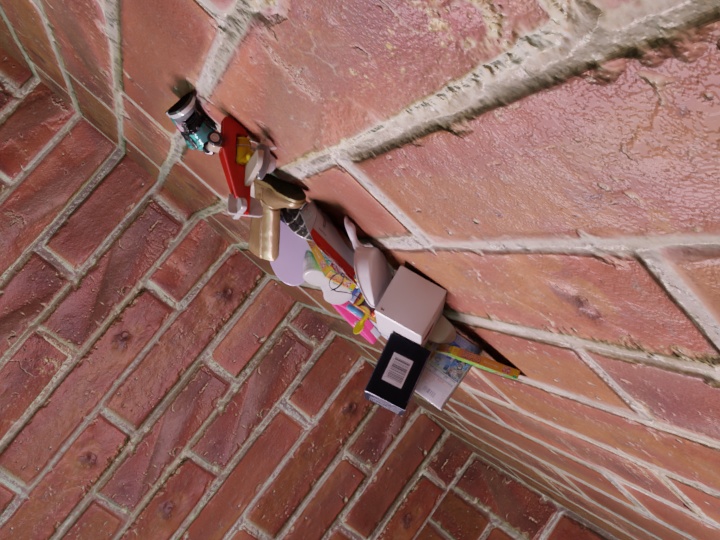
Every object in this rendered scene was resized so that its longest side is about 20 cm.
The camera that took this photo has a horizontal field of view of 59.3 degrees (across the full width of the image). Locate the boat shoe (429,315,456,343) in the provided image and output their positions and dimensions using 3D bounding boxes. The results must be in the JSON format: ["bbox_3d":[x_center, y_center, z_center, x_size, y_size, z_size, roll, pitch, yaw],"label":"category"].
[{"bbox_3d":[0.151,0.117,1.578,0.201,0.072,0.060,28,-172,15],"label":"boat shoe"}]

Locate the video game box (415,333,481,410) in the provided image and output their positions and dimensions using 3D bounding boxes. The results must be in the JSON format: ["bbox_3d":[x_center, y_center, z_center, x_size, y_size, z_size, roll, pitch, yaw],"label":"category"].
[{"bbox_3d":[0.177,0.223,1.615,0.199,0.183,0.047,34,172,22],"label":"video game box"}]

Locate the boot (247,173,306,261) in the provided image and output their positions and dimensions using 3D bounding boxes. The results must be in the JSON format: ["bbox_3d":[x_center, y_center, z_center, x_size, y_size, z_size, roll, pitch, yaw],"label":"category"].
[{"bbox_3d":[-0.199,-0.114,1.501,0.175,0.066,0.201,34,127,38],"label":"boot"}]

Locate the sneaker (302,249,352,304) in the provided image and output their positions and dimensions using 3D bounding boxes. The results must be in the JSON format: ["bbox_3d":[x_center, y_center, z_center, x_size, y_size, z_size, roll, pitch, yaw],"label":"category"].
[{"bbox_3d":[-0.083,0.014,1.632,0.200,0.075,0.089,48,-156,-50],"label":"sneaker"}]

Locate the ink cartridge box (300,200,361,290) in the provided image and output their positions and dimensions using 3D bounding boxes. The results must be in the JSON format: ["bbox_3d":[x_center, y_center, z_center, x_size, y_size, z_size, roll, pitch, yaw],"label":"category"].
[{"bbox_3d":[-0.056,-0.060,1.435,0.162,0.050,0.200,46,-175,-30],"label":"ink cartridge box"}]

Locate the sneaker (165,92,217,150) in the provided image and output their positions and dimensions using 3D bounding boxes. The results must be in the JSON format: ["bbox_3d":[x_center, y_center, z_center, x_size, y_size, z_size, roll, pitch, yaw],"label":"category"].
[{"bbox_3d":[-0.382,-0.333,1.447,0.121,0.084,0.200,49,173,-23],"label":"sneaker"}]

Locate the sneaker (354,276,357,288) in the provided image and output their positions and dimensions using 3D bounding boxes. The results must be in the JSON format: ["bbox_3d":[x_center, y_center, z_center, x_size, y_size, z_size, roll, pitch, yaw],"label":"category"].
[{"bbox_3d":[0.000,0.000,1.629,0.200,0.074,0.085,18,139,58],"label":"sneaker"}]

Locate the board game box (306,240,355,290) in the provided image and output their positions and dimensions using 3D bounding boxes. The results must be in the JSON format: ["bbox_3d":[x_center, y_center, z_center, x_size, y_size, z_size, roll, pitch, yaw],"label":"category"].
[{"bbox_3d":[-0.080,-0.035,1.576,0.095,0.030,0.200,28,-161,-41],"label":"board game box"}]

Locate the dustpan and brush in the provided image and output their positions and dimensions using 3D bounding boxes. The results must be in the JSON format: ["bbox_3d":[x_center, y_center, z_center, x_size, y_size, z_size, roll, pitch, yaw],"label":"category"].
[{"bbox_3d":[0.010,-0.029,1.411,0.057,0.140,0.201,-4,112,23],"label":"dustpan and brush"}]

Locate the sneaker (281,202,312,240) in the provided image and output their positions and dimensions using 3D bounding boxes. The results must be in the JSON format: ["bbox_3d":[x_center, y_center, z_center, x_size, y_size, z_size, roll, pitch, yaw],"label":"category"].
[{"bbox_3d":[-0.163,-0.143,1.572,0.200,0.079,0.089,41,-179,18],"label":"sneaker"}]

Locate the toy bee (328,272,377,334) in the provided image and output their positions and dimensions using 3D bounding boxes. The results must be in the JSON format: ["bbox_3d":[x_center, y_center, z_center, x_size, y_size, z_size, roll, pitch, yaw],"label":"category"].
[{"bbox_3d":[0.013,0.092,1.491,0.108,0.132,0.199,30,-167,39],"label":"toy bee"}]

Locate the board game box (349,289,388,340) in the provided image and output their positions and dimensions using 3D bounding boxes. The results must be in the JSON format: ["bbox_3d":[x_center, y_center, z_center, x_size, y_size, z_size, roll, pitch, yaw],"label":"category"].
[{"bbox_3d":[0.053,0.142,1.803,0.199,0.043,0.200,37,170,24],"label":"board game box"}]

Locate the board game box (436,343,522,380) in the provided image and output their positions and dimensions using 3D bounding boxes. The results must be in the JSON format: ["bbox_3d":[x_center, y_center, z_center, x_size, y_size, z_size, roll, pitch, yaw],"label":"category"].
[{"bbox_3d":[0.290,0.221,1.523,0.199,0.030,0.095,24,172,-12],"label":"board game box"}]

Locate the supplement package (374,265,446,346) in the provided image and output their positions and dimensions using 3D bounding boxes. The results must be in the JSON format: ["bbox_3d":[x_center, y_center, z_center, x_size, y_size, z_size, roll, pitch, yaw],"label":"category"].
[{"bbox_3d":[0.114,0.095,1.440,0.119,0.122,0.200,29,167,13],"label":"supplement package"}]

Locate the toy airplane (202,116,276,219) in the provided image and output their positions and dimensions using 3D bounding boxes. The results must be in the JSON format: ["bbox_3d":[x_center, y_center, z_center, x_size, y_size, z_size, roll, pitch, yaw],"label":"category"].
[{"bbox_3d":[-0.242,-0.209,1.358,0.200,0.140,0.200,46,144,42],"label":"toy airplane"}]

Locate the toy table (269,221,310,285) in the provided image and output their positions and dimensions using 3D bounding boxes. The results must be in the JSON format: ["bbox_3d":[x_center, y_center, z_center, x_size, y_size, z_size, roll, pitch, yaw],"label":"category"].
[{"bbox_3d":[-0.185,-0.058,1.712,0.182,0.202,0.117,4,176,-1],"label":"toy table"}]

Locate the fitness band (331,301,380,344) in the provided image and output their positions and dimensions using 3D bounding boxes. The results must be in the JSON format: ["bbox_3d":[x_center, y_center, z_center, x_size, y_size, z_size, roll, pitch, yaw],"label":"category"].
[{"bbox_3d":[-0.016,0.142,1.837,0.143,0.037,0.200,33,166,44],"label":"fitness band"}]

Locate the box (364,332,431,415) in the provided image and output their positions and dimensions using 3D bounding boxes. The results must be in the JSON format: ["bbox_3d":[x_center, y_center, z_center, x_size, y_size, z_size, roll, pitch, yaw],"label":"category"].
[{"bbox_3d":[0.084,0.247,1.477,0.104,0.149,0.200,25,167,8],"label":"box"}]
